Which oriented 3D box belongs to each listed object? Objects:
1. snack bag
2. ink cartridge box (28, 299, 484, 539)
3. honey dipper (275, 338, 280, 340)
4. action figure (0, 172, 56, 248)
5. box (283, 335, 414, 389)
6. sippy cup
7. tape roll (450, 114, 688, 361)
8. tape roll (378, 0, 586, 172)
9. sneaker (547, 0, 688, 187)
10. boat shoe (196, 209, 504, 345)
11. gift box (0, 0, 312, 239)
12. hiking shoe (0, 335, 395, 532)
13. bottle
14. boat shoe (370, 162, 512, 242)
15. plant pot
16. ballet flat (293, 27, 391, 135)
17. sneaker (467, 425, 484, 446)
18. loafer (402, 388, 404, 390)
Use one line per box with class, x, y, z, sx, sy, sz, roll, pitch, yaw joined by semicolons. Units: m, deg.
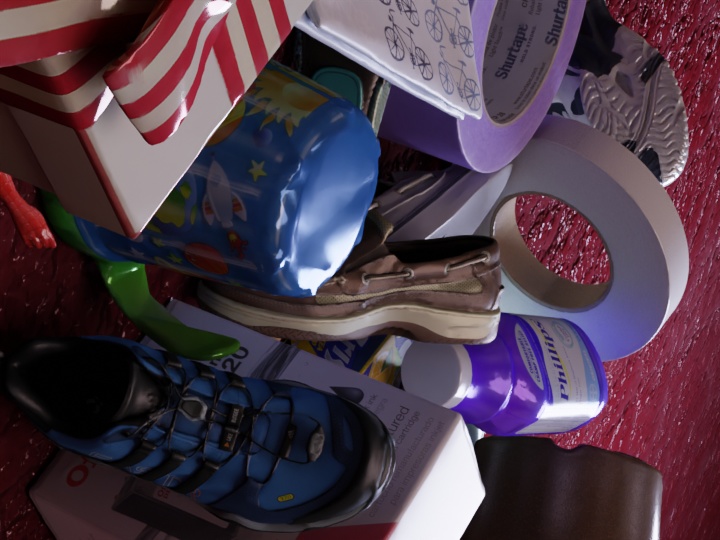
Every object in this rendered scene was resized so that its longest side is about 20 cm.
snack bag;0.006;-0.190;0.745;0.188;0.021;0.203;18;61;-59
ink cartridge box;-0.055;0.119;0.793;0.146;0.198;0.085;-55;147;-27
honey dipper;-0.092;0.095;0.904;0.201;0.038;0.038;-59;154;-31
action figure;-0.162;-0.008;0.596;0.202;0.098;0.065;-67;-163;-7
box;-0.028;0.086;0.989;0.200;0.064;0.071;-49;149;-36
sippy cup;-0.066;-0.052;0.719;0.140;0.129;0.179;-54;151;-30
tape roll;0.150;-0.022;1.111;0.037;0.201;0.205;-43;146;-38
tape roll;0.076;-0.173;0.976;0.200;0.084;0.202;-47;148;-41
sneaker;0.184;-0.133;1.140;0.079;0.200;0.130;-34;161;-6
boat shoe;-0.003;-0.002;0.891;0.200;0.075;0.076;3;105;-30
gift box;-0.112;-0.141;0.483;0.186;0.185;0.201;-59;155;-21
hiking shoe;-0.082;0.077;0.699;0.087;0.197;0.075;44;56;-67
bottle;0.100;0.071;1.009;0.065;0.084;0.199;-31;159;29
boat shoe;0.034;-0.038;1.017;0.200;0.066;0.072;-39;161;-39
plant pot;0.142;0.239;1.117;0.200;0.198;0.201;45;53;-64
ballet flat;-0.008;-0.131;0.875;0.074;0.074;0.202;-3;114;-64
sneaker;0.064;0.093;1.129;0.119;0.073;0.203;-87;177;-67
loafer;0.041;0.127;1.068;0.075;0.070;0.200;-49;178;-8
